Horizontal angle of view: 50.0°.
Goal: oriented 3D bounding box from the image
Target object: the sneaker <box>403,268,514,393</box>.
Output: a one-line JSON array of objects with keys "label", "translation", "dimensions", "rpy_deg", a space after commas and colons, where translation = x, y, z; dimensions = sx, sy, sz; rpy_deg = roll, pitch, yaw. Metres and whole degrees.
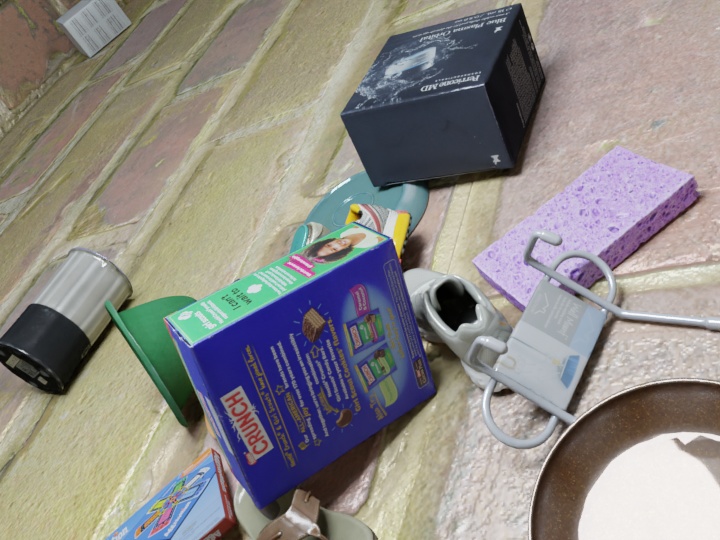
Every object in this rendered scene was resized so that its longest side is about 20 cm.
[{"label": "sneaker", "translation": [0.084, 0.029, 0.738], "dimensions": [0.076, 0.092, 0.200], "rpy_deg": [-41, 32, -7]}]

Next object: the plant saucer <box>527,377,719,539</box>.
[{"label": "plant saucer", "translation": [0.207, 0.166, 0.492], "dimensions": [0.198, 0.037, 0.202], "rpy_deg": [-22, 43, 21]}]

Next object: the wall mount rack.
[{"label": "wall mount rack", "translation": [0.188, 0.061, 0.622], "dimensions": [0.172, 0.075, 0.201], "rpy_deg": [29, 63, 10]}]

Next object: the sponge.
[{"label": "sponge", "translation": [0.217, -0.040, 0.757], "dimensions": [0.199, 0.030, 0.112], "rpy_deg": [-39, 33, -2]}]

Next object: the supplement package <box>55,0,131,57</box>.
[{"label": "supplement package", "translation": [-0.974, -0.904, 2.816], "dimensions": [0.200, 0.148, 0.191], "rpy_deg": [-42, 33, -9]}]

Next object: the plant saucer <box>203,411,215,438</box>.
[{"label": "plant saucer", "translation": [-0.123, 0.086, 0.842], "dimensions": [0.200, 0.032, 0.202], "rpy_deg": [-43, 35, 40]}]

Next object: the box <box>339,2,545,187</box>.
[{"label": "box", "translation": [0.109, -0.220, 0.974], "dimensions": [0.194, 0.118, 0.201], "rpy_deg": [-5, 41, 32]}]

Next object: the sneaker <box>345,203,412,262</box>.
[{"label": "sneaker", "translation": [0.000, 0.000, 0.845], "dimensions": [0.081, 0.079, 0.201], "rpy_deg": [17, 39, -2]}]

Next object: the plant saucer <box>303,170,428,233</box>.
[{"label": "plant saucer", "translation": [-0.005, -0.072, 1.006], "dimensions": [0.198, 0.028, 0.201], "rpy_deg": [-25, 34, 18]}]

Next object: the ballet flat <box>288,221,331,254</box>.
[{"label": "ballet flat", "translation": [-0.071, 0.044, 0.884], "dimensions": [0.067, 0.062, 0.203], "rpy_deg": [10, 77, 64]}]

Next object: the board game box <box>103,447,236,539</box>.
[{"label": "board game box", "translation": [-0.209, 0.274, 0.762], "dimensions": [0.199, 0.019, 0.103], "rpy_deg": [-41, 34, 4]}]

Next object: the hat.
[{"label": "hat", "translation": [-0.186, 0.057, 0.915], "dimensions": [0.175, 0.167, 0.200], "rpy_deg": [-33, 48, -18]}]

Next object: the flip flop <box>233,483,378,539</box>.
[{"label": "flip flop", "translation": [-0.061, 0.219, 0.671], "dimensions": [0.081, 0.058, 0.199], "rpy_deg": [-47, 34, -16]}]

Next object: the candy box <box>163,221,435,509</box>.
[{"label": "candy box", "translation": [-0.047, 0.079, 0.684], "dimensions": [0.198, 0.171, 0.077], "rpy_deg": [-28, 26, -24]}]

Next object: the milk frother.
[{"label": "milk frother", "translation": [-0.484, 0.048, 1.148], "dimensions": [0.179, 0.201, 0.189], "rpy_deg": [-9, 41, 41]}]
